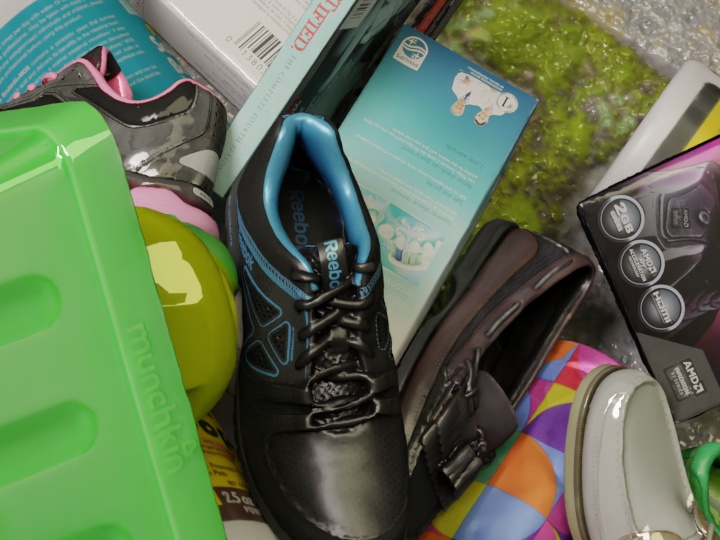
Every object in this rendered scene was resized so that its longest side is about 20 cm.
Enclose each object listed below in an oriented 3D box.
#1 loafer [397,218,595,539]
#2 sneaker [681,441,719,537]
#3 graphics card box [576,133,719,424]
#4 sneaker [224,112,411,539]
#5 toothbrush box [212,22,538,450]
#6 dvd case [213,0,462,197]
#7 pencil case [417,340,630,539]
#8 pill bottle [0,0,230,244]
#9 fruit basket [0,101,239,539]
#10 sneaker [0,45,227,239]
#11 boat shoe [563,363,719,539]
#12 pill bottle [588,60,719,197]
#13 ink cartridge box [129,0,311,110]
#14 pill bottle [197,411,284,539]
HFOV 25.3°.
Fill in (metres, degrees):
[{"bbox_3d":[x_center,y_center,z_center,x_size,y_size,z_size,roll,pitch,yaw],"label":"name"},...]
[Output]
[{"bbox_3d":[0.060,0.053,0.804,0.062,0.072,0.201,12,51,23],"label":"loafer"},{"bbox_3d":[0.239,0.161,0.845,0.199,0.084,0.074,33,64,3],"label":"sneaker"},{"bbox_3d":[0.223,-0.019,0.821,0.198,0.051,0.127,-24,88,7],"label":"graphics card box"},{"bbox_3d":[-0.021,0.030,0.689,0.072,0.082,0.202,-9,70,-16],"label":"sneaker"},{"bbox_3d":[0.000,0.000,0.831,0.085,0.147,0.201,28,66,3],"label":"toothbrush box"},{"bbox_3d":[0.000,-0.113,0.825,0.022,0.147,0.200,39,22,7],"label":"dvd case"},{"bbox_3d":[0.078,0.131,0.828,0.088,0.089,0.201,36,65,5],"label":"pencil case"},{"bbox_3d":[-0.149,-0.088,0.856,0.110,0.111,0.201,-35,79,-22],"label":"pill bottle"},{"bbox_3d":[-0.100,0.035,0.607,0.214,0.155,0.219,-1,91,-40],"label":"fruit basket"},{"bbox_3d":[-0.146,-0.061,0.769,0.198,0.079,0.097,8,79,24],"label":"sneaker"},{"bbox_3d":[0.151,0.145,0.793,0.074,0.068,0.203,-20,105,-40],"label":"boat shoe"},{"bbox_3d":[0.232,-0.016,0.902,0.199,0.115,0.115,37,65,6],"label":"pill bottle"},{"bbox_3d":[-0.051,-0.195,0.958,0.200,0.045,0.176,43,67,8],"label":"ink cartridge box"},{"bbox_3d":[-0.115,0.097,0.752,0.108,0.110,0.200,-22,48,-19],"label":"pill bottle"}]
